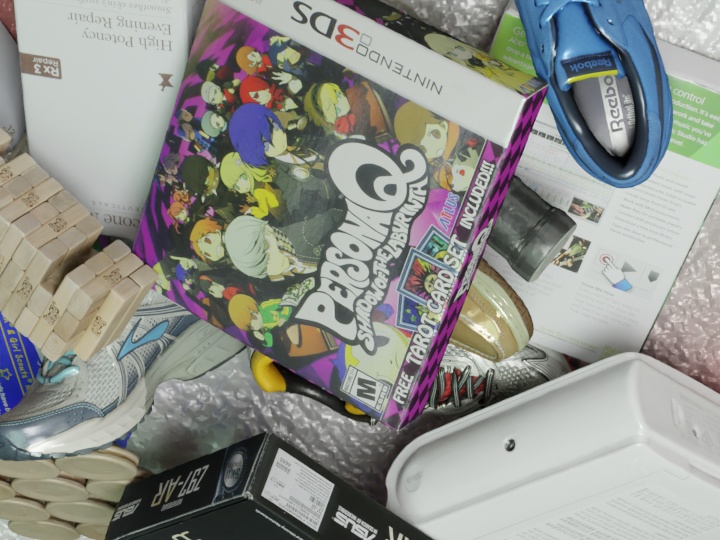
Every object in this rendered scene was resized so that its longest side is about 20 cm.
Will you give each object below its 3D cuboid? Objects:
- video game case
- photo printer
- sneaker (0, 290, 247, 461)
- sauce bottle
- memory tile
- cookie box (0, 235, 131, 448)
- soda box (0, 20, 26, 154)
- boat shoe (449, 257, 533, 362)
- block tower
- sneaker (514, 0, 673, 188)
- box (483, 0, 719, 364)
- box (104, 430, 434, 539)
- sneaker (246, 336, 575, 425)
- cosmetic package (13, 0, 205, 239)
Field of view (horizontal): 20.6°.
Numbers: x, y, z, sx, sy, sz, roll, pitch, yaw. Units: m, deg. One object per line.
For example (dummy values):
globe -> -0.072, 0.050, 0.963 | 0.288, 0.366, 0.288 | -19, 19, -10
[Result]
video game case -> -0.018, -0.044, 1.019 | 0.181, 0.036, 0.200 | 29, 118, 17
photo printer -> 0.127, 0.127, 1.151 | 0.200, 0.070, 0.166 | -27, 141, 36
sneaker -> -0.149, 0.040, 1.137 | 0.077, 0.200, 0.087 | -3, 113, 38
sauce bottle -> 0.027, -0.072, 1.048 | 0.200, 0.065, 0.065 | 39, 127, 7
memory tile -> -0.186, 0.140, 1.259 | 0.153, 0.017, 0.200 | -1, 157, 16
cookie box -> -0.249, 0.033, 1.225 | 0.199, 0.075, 0.172 | 0, 125, 16
soda box -> -0.262, -0.151, 1.107 | 0.068, 0.064, 0.200 | -19, 117, 28
boat shoe -> 0.000, 0.000, 1.088 | 0.200, 0.076, 0.072 | 34, 157, 24
block tower -> -0.204, -0.038, 1.064 | 0.200, 0.054, 0.058 | 41, 125, 6
sneaker -> 0.107, -0.137, 0.977 | 0.066, 0.078, 0.201 | -18, 100, 12
box -> 0.118, -0.045, 1.092 | 0.144, 0.036, 0.200 | 21, 129, 1
box -> -0.029, 0.177, 1.165 | 0.200, 0.044, 0.160 | 36, 145, -23
sneaker -> 0.028, 0.063, 1.162 | 0.199, 0.082, 0.078 | 10, 126, 5
cosmetic package -> -0.130, -0.116, 1.089 | 0.101, 0.074, 0.201 | 8, 125, 11
